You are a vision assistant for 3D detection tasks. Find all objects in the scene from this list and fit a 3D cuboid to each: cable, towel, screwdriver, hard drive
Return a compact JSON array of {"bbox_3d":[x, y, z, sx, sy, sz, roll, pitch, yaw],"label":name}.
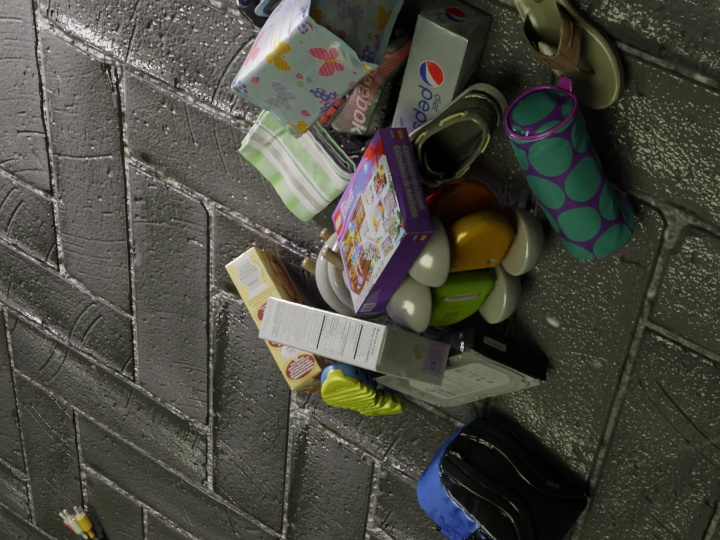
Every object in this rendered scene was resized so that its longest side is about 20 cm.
[{"bbox_3d":[-0.548,0.566,2.686,0.097,0.050,0.201,-25,102,49],"label":"cable"},{"bbox_3d":[-0.088,-0.145,1.706,0.150,0.031,0.200,50,153,-1],"label":"towel"},{"bbox_3d":[-0.155,-0.340,1.556,0.028,0.200,0.029,-33,69,9],"label":"screwdriver"},{"bbox_3d":[0.128,0.132,1.709,0.139,0.038,0.199,25,152,-34],"label":"hard drive"}]

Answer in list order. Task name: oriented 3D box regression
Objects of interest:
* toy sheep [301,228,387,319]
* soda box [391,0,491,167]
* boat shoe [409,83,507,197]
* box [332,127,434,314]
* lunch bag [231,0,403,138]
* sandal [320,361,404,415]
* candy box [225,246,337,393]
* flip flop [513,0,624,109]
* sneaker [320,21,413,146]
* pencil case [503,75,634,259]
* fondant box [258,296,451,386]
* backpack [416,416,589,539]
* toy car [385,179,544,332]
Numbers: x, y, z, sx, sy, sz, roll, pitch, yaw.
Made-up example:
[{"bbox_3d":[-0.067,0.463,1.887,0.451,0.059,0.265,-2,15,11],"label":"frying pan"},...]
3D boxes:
[{"bbox_3d":[0.000,0.000,1.706,0.138,0.138,0.200,52,164,-7],"label":"toy sheep"},{"bbox_3d":[0.089,-0.212,1.505,0.068,0.063,0.201,29,136,16],"label":"soda box"},{"bbox_3d":[0.089,-0.133,1.479,0.072,0.060,0.202,39,136,-7],"label":"boat shoe"},{"bbox_3d":[0.023,-0.055,1.521,0.200,0.039,0.138,122,139,-57],"label":"box"},{"bbox_3d":[-0.042,-0.281,1.462,0.127,0.201,0.169,36,141,-18],"label":"lunch bag"},{"bbox_3d":[-0.001,0.148,1.803,0.079,0.200,0.088,-8,74,18],"label":"sandal"},{"bbox_3d":[-0.105,0.071,1.815,0.055,0.115,0.201,-32,76,10],"label":"candy box"},{"bbox_3d":[0.205,-0.254,1.377,0.081,0.058,0.201,-22,105,48],"label":"flip flop"},{"bbox_3d":[0.021,-0.216,1.557,0.098,0.071,0.200,48,142,0],"label":"sneaker"},{"bbox_3d":[0.230,-0.107,1.417,0.085,0.092,0.201,38,167,50],"label":"pencil case"},{"bbox_3d":[-0.008,0.089,1.630,0.199,0.144,0.059,14,87,39],"label":"fondant box"},{"bbox_3d":[0.174,0.319,1.780,0.200,0.163,0.168,42,143,4],"label":"backpack"},{"bbox_3d":[0.113,-0.025,1.585,0.201,0.173,0.151,108,147,-45],"label":"toy car"}]
